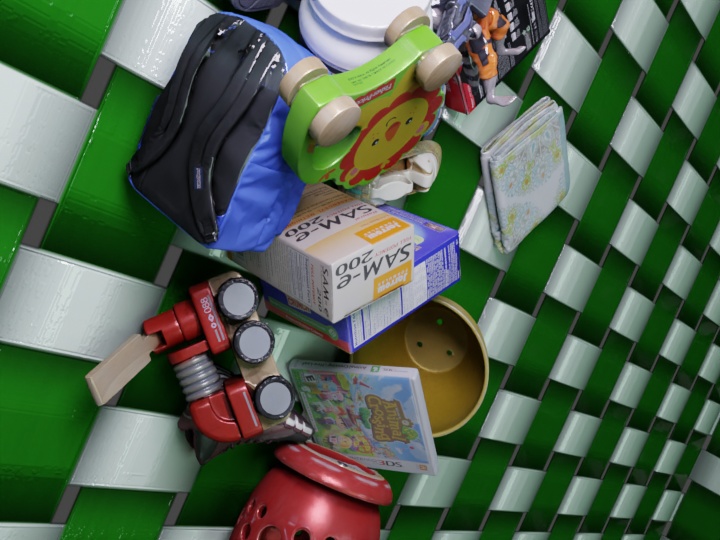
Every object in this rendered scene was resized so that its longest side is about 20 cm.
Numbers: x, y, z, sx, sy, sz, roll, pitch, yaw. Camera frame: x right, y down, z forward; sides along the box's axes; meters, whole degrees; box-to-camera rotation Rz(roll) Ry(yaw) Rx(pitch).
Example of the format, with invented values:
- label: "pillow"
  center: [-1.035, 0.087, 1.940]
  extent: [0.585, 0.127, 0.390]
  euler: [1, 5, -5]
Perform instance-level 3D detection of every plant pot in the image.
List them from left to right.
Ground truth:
- label: "plant pot"
  center: [-0.063, 0.338, 1.163]
  extent: [0.199, 0.198, 0.186]
  euler: [30, 79, -50]
- label: "plant pot"
  center: [0.097, 0.119, 1.243]
  extent: [0.142, 0.196, 0.204]
  euler: [-33, 139, -69]

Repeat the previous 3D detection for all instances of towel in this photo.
- label: "towel"
  center: [0.263, -0.151, 1.371]
  extent: [0.170, 0.048, 0.202]
  euler: [-39, 135, -22]

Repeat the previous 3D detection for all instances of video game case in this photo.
- label: "video game case"
  center: [0.008, 0.204, 1.184]
  extent: [0.022, 0.178, 0.203]
  euler: [-66, 151, -45]

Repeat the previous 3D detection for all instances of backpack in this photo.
- label: "backpack"
  center: [-0.117, -0.144, 0.863]
  extent: [0.167, 0.161, 0.203]
  euler: [-3, 122, -59]

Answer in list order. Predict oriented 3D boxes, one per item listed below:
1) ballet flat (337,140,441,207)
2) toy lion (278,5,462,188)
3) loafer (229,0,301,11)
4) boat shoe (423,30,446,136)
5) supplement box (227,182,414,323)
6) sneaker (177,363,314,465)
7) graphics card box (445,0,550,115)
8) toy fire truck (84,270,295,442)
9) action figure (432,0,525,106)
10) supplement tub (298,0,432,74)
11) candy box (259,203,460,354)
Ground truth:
- label: "ballet flat"
  center: [0.057, -0.124, 1.143]
  extent: [0.198, 0.070, 0.072]
  euler: [-20, 124, -40]
- label: "toy lion"
  center: [0.007, -0.142, 0.826]
  extent: [0.198, 0.069, 0.193]
  euler: [-32, 162, -28]
- label: "loafer"
  center: [-0.068, -0.321, 0.909]
  extent: [0.198, 0.063, 0.072]
  euler: [-22, 158, -42]
- label: "boat shoe"
  center: [0.059, -0.268, 1.075]
  extent: [0.071, 0.072, 0.205]
  euler: [-13, 110, -37]
- label: "supplement box"
  center: [-0.049, -0.032, 0.971]
  extent: [0.125, 0.198, 0.075]
  euler: [-26, 128, -36]
- label: "sneaker"
  center: [-0.153, 0.202, 1.092]
  extent: [0.199, 0.075, 0.117]
  euler: [36, 88, -40]
- label: "graphics card box"
  center: [0.178, -0.326, 1.180]
  extent: [0.200, 0.050, 0.127]
  euler: [-45, 137, -20]
- label: "toy fire truck"
  center: [-0.186, 0.114, 0.949]
  extent: [0.196, 0.129, 0.180]
  euler: [-21, 94, -11]
- label: "action figure"
  center: [0.113, -0.276, 1.007]
  extent: [0.194, 0.103, 0.202]
  euler: [45, 56, -28]
- label: "supplement tub"
  center: [0.001, -0.233, 0.917]
  extent: [0.140, 0.140, 0.201]
  euler: [-41, 163, -24]
- label: "candy box"
  center: [0.000, 0.000, 1.067]
  extent: [0.198, 0.168, 0.079]
  euler: [-30, 127, -33]
